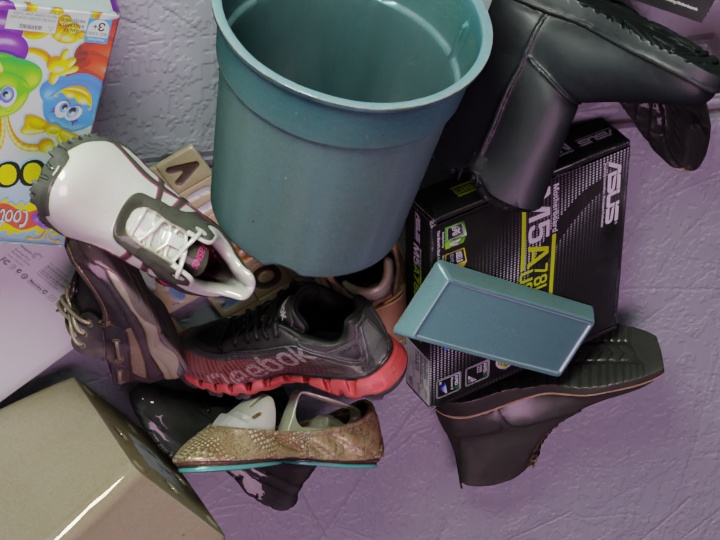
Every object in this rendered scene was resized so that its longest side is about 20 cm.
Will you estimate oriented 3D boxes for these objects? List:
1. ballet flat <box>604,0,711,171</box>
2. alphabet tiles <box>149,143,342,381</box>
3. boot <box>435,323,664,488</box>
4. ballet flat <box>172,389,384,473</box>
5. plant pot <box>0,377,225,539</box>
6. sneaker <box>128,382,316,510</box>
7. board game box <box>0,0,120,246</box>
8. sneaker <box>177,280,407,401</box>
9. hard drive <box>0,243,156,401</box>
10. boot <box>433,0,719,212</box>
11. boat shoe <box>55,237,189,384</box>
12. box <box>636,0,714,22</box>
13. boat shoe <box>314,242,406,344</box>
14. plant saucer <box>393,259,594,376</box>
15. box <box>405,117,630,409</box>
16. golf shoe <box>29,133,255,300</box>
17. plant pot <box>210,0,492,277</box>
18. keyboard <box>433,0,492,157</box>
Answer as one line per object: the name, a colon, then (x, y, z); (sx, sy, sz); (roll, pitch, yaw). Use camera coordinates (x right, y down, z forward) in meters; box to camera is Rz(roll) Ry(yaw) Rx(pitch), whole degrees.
ballet flat: (0.221, -0.148, 1.747); (0.200, 0.057, 0.067); (47, 63, -40)
alphabet tiles: (-0.127, -0.011, 1.771); (0.167, 0.008, 0.200); (-29, 131, 8)
boot: (0.167, 0.121, 1.934); (0.200, 0.078, 0.138); (-7, 135, 6)
ballet flat: (-0.067, 0.130, 1.810); (0.200, 0.070, 0.065); (1, 90, -40)
plant pot: (-0.233, 0.210, 1.801); (0.177, 0.200, 0.200); (-44, 134, 1)
sneaker: (-0.108, 0.126, 1.856); (0.200, 0.076, 0.091); (29, 106, -41)
board game box: (-0.246, -0.129, 1.574); (0.103, 0.105, 0.200); (4, 127, -20)
sneaker: (-0.066, 0.051, 1.758); (0.200, 0.071, 0.098); (0, 136, 21)
hard drive: (-0.279, 0.029, 1.739); (0.200, 0.027, 0.132); (-36, 130, 15)
boot: (0.158, -0.116, 1.651); (0.076, 0.200, 0.168); (-17, 131, -61)
boat shoe: (-0.191, 0.036, 1.690); (0.073, 0.075, 0.200); (-24, 144, 1)
box: (0.202, -0.282, 1.621); (0.200, 0.050, 0.158); (14, 122, -26)
boat shoe: (0.000, 0.000, 1.774); (0.074, 0.066, 0.200); (-33, 131, -1)
plant saucer: (0.113, 0.043, 1.775); (0.200, 0.019, 0.070); (16, 112, -46)
box: (0.126, -0.004, 1.793); (0.193, 0.048, 0.200); (-20, 133, -23)
golf shoe: (-0.149, -0.035, 1.570); (0.200, 0.088, 0.077); (30, 88, -52)
plant pot: (-0.023, -0.113, 1.608); (0.200, 0.200, 0.196); (-1, 136, -16)
keyboard: (0.066, -0.169, 1.701); (0.056, 0.011, 0.200); (-2, 129, -22)
